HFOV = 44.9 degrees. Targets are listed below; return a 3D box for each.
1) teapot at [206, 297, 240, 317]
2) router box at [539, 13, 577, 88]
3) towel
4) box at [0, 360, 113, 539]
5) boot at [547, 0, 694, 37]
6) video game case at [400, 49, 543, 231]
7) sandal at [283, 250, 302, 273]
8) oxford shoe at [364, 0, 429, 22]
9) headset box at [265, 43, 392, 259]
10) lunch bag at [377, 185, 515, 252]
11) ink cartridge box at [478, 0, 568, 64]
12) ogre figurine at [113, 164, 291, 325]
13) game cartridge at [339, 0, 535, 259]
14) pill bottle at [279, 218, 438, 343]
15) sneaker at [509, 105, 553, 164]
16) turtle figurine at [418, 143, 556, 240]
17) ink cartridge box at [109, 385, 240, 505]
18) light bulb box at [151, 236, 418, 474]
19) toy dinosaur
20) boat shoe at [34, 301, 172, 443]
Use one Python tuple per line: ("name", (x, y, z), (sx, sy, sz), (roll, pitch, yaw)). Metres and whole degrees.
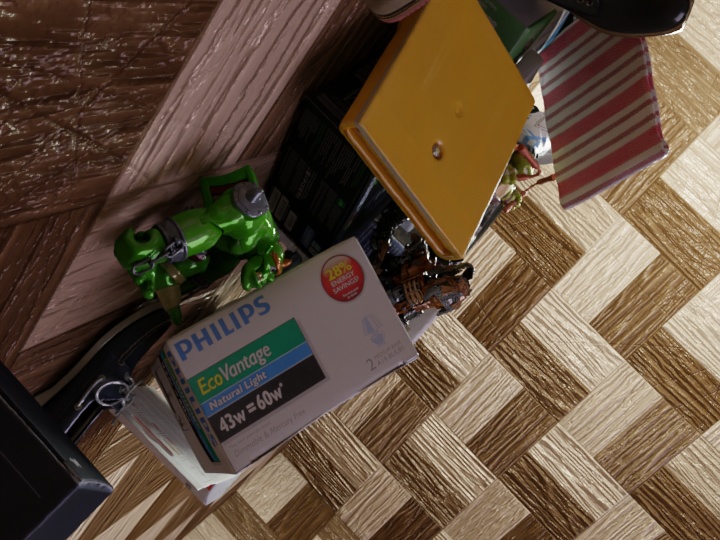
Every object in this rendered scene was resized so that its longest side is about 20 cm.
("teapot", (-0.133, 0.106, 1.073), (0.196, 0.147, 0.200), (-8, 128, -8))
("router box", (0.264, -0.331, 1.040), (0.200, 0.050, 0.152), (110, -17, -70))
("towel", (0.255, -0.182, 0.925), (0.029, 0.204, 0.146), (6, 160, -29))
("box", (-0.280, 0.154, 0.541), (0.200, 0.148, 0.105), (-43, 171, -15))
("boot", (0.206, -0.270, 0.824), (0.138, 0.197, 0.079), (-24, 133, -57))
("video game case", (0.119, -0.139, 0.987), (0.182, 0.023, 0.200), (-47, 174, -13))
("sandal", (-0.064, -0.020, 1.153), (0.201, 0.045, 0.075), (-49, 171, 15))
("oxford shoe", (0.047, -0.259, 0.597), (0.074, 0.071, 0.201), (-1, 143, -39))
("headset box", (0.014, -0.129, 0.875), (0.200, 0.093, 0.175), (-41, 171, -37))
("lunch bag", (0.099, -0.101, 1.185), (0.201, 0.164, 0.117), (-49, 165, 26))
("ink cartridge box", (0.139, -0.242, 0.994), (0.145, 0.084, 0.201), (-40, 169, -45))
("ogre figurine", (-0.124, -0.023, 0.707), (0.118, 0.099, 0.201), (-27, 154, -5))
("game cartridge", (0.078, -0.143, 0.788), (0.032, 0.177, 0.202), (-1, -128, 44))
("pill bottle", (0.000, 0.000, 1.009), (0.111, 0.200, 0.111), (-45, 179, -1))
("sneaker", (0.191, -0.158, 1.034), (0.071, 0.074, 0.199), (-18, 179, 33))
("turtle figurine", (0.131, -0.086, 0.947), (0.160, 0.065, 0.200), (-37, 169, 9))
("ink cartridge box", (-0.224, 0.197, 0.980), (0.050, 0.160, 0.200), (-48, 172, -1))
("light bulb box", (-0.080, 0.086, 0.818), (0.196, 0.126, 0.200), (-30, 178, -20))
("toy dinosaur", (0.033, 0.001, 0.872), (0.137, 0.197, 0.103), (-60, 145, -29))
("boat shoe", (-0.246, 0.113, 0.812), (0.200, 0.062, 0.075), (-44, 170, -21))
